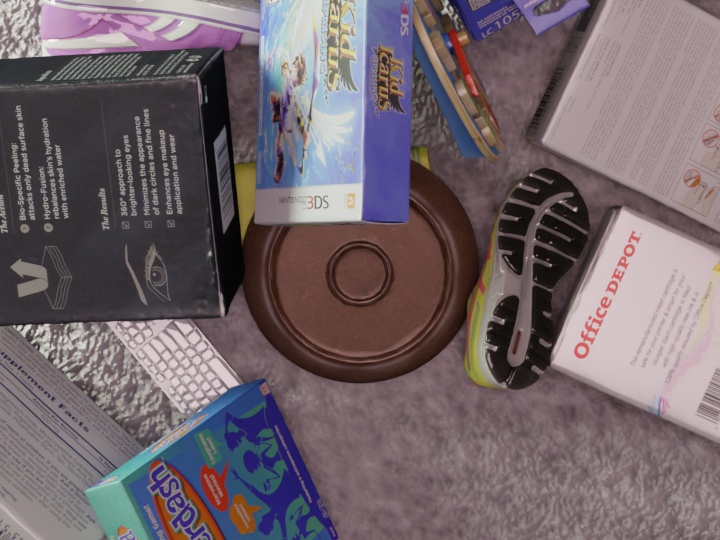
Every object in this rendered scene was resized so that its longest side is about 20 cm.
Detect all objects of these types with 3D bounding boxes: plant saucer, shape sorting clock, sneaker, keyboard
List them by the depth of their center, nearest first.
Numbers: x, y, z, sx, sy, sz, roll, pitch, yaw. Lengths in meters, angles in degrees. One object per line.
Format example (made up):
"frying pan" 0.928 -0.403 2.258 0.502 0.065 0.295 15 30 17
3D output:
"shape sorting clock" 0.067 -0.178 1.607 0.039 0.200 0.200 -22 92 7
"sneaker" -0.164 -0.177 1.678 0.200 0.073 0.115 5 104 2
"sneaker" 0.125 0.008 1.679 0.078 0.090 0.200 25 69 -13
"plant saucer" 0.000 0.000 1.682 0.200 0.034 0.201 0 101 -2
"keyboard" -0.149 0.078 1.710 0.056 0.011 0.200 -39 92 1

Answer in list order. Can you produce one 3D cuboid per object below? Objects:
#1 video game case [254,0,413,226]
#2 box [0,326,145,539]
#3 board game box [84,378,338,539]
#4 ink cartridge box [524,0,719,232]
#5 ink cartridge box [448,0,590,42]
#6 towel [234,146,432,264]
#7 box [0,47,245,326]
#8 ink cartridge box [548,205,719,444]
"video game case" -0.023 -0.134 1.566 0.045 0.181 0.201 1 90 -30
"box" -0.285 0.162 1.610 0.184 0.200 0.105 43 114 -2
"board game box" -0.114 0.196 1.624 0.045 0.200 0.152 -19 100 38
"ink cartridge box" 0.258 -0.140 1.699 0.200 0.050 0.162 25 91 -19
"ink cartridge box" 0.111 -0.279 1.619 0.136 0.076 0.200 -30 58 2
"towel" -0.037 -0.053 1.704 0.199 0.018 0.086 -5 89 0
"box" -0.204 -0.068 1.618 0.199 0.117 0.197 -2 108 7
"ink cartridge box" 0.268 0.050 1.675 0.200 0.084 0.145 24 92 -2
